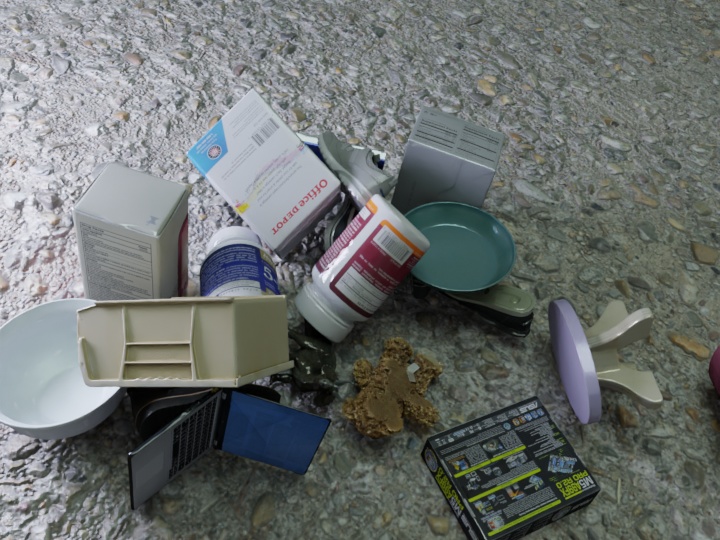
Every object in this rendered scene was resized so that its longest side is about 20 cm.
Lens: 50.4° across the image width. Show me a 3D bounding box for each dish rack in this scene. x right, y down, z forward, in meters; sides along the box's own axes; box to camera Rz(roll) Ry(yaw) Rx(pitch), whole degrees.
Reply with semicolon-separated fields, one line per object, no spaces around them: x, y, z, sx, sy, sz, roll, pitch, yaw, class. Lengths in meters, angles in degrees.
0.049;-0.035;1.275;0.196;0.055;0.154;18;44;18;dish rack

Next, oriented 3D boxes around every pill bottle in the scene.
0.000;0.000;1.123;0.114;0.201;0.114;41;8;-7;pill bottle
-0.177;0.027;1.121;0.116;0.122;0.202;0;36;-14;pill bottle

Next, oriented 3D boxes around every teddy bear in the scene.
0.047;0.173;1.098;0.142;0.068;0.202;22;39;-6;teddy bear

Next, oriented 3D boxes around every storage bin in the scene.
-0.201;0.080;0.912;0.193;0.097;0.200;-2;-1;13;storage bin

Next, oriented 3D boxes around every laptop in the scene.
-0.157;0.228;0.897;0.199;0.189;0.116;-36;72;-32;laptop

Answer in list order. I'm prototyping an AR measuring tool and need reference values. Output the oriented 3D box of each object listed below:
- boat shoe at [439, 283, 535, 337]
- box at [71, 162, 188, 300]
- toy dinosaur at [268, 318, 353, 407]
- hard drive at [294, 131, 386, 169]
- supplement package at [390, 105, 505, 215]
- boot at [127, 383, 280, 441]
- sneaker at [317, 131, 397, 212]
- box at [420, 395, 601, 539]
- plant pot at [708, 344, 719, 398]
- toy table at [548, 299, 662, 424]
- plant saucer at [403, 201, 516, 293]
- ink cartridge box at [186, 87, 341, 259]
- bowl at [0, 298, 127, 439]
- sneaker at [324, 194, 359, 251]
0.191;0.048;1.245;0.197;0.069;0.072;25;51;32;boat shoe
-0.320;-0.029;1.089;0.125;0.203;0.110;17;45;3;box
-0.073;0.132;1.102;0.100;0.078;0.201;19;22;-11;toy dinosaur
-0.059;-0.189;1.357;0.195;0.132;0.026;12;67;-3;hard drive
0.142;-0.150;1.320;0.152;0.203;0.112;19;45;4;supplement package
-0.219;0.159;1.036;0.196;0.079;0.138;3;22;-35;boot
-0.006;-0.164;1.222;0.081;0.075;0.201;-31;49;-5;sneaker
0.203;0.274;1.045;0.196;0.045;0.162;-15;53;-25;box
0.629;0.184;1.148;0.194;0.204;0.180;1;31;-13;plant pot
0.365;0.126;1.146;0.114;0.185;0.204;-8;59;0;toy table
0.146;-0.030;1.206;0.194;0.036;0.203;2;46;-2;plant saucer
-0.146;-0.145;1.209;0.147;0.146;0.200;-43;87;-5;ink cartridge box
-0.380;0.140;0.983;0.195;0.092;0.204;2;47;-2;bowl
0.011;-0.096;1.250;0.078;0.079;0.203;-2;47;28;sneaker
